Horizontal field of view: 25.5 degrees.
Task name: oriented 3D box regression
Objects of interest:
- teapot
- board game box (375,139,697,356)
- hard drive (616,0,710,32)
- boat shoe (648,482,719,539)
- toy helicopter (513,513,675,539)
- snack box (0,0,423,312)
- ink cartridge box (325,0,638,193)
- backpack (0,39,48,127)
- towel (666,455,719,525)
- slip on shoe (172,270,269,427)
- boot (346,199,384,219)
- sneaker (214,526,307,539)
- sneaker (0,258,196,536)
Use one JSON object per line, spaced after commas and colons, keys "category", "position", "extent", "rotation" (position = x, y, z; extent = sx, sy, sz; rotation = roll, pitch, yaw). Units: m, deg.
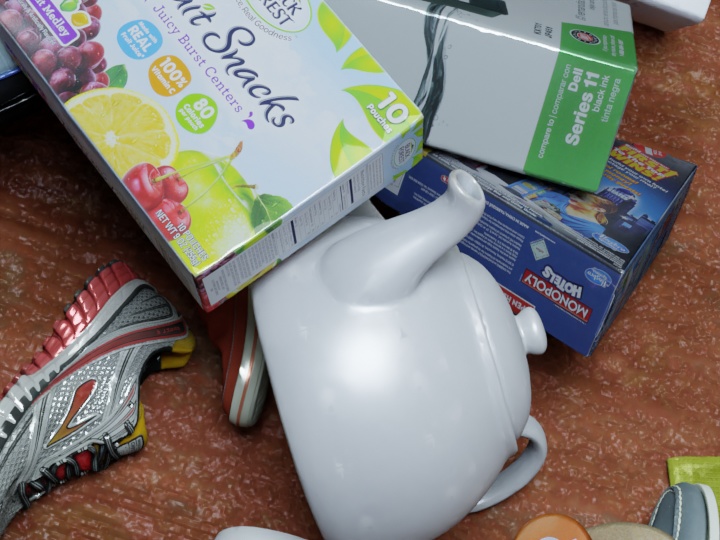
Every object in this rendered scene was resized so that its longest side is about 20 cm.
{"category": "teapot", "position": [0.031, 0.056, 0.870], "extent": [0.145, 0.200, 0.199], "rotation": [-16, 92, 1]}
{"category": "board game box", "position": [0.119, -0.047, 1.006], "extent": [0.199, 0.062, 0.199], "rotation": [34, 31, 25]}
{"category": "hard drive", "position": [0.130, -0.210, 1.080], "extent": [0.198, 0.132, 0.026], "rotation": [20, 96, -2]}
{"category": "boat shoe", "position": [0.153, 0.206, 0.918], "extent": [0.061, 0.073, 0.201], "rotation": [25, 68, -3]}
{"category": "toy helicopter", "position": [0.135, 0.233, 0.842], "extent": [0.131, 0.079, 0.202], "rotation": [6, 67, 22]}
{"category": "snack box", "position": [-0.080, -0.099, 0.820], "extent": [0.142, 0.053, 0.200], "rotation": [-35, 69, -13]}
{"category": "ink cartridge box", "position": [0.060, -0.134, 0.969], "extent": [0.198, 0.084, 0.147], "rotation": [16, 26, 0]}
{"category": "backpack", "position": [-0.231, -0.157, 0.946], "extent": [0.199, 0.183, 0.148], "rotation": [-31, 96, -13]}
{"category": "towel", "position": [0.238, 0.209, 0.964], "extent": [0.085, 0.018, 0.202], "rotation": [2, 65, -11]}
{"category": "slip on shoe", "position": [-0.085, 0.004, 0.968], "extent": [0.060, 0.074, 0.202], "rotation": [-5, 61, -6]}
{"category": "boot", "position": [0.000, 0.000, 0.989], "extent": [0.073, 0.075, 0.201], "rotation": [-28, 93, -1]}
{"category": "sneaker", "position": [-0.010, 0.226, 0.873], "extent": [0.199, 0.075, 0.105], "rotation": [31, 58, -1]}
{"category": "sneaker", "position": [-0.165, 0.088, 0.908], "extent": [0.082, 0.078, 0.201], "rotation": [35, 66, 0]}
